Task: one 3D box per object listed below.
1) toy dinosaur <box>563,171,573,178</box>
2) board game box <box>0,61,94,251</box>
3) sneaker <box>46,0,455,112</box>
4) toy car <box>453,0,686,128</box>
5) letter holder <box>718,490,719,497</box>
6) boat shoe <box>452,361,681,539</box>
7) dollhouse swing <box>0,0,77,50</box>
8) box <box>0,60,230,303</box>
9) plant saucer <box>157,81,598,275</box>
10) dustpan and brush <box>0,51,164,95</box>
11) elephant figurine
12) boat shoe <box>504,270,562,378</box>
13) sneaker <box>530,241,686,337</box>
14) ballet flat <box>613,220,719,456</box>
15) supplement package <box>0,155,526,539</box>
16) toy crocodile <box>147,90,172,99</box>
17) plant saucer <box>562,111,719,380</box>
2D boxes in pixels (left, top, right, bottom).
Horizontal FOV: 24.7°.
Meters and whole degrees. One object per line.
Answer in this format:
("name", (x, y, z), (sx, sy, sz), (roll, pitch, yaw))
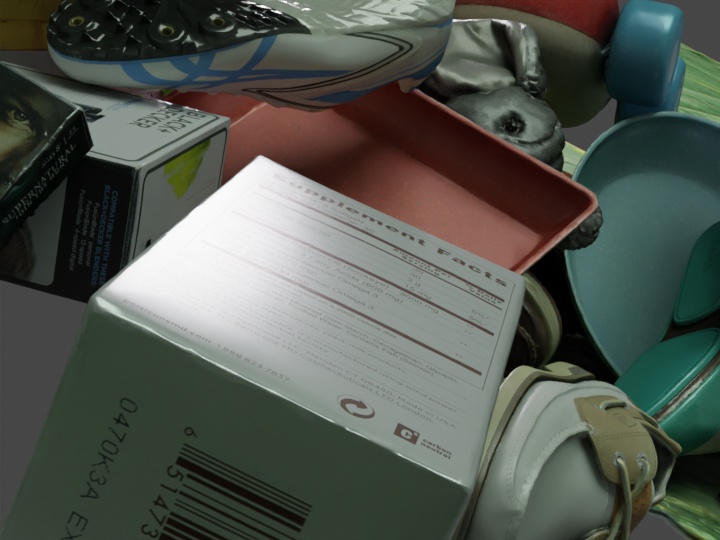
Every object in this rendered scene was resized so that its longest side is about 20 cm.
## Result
("toy dinosaur", (0.093, -0.069, 1.139), (0.200, 0.102, 0.136), (33, 23, -43))
("board game box", (-0.215, -0.051, 0.593), (0.199, 0.135, 0.028), (30, -24, 17))
("sneaker", (-0.045, -0.099, 0.746), (0.199, 0.073, 0.072), (-9, 42, -29))
("toy car", (0.122, -0.201, 1.022), (0.183, 0.201, 0.177), (13, -8, 14))
("letter holder", (0.303, 0.101, 0.790), (0.199, 0.143, 0.101), (20, 18, -15))
("boat shoe", (0.088, 0.082, 0.679), (0.068, 0.075, 0.200), (23, 16, 16))
("dollhouse swing", (-0.155, -0.195, 0.740), (0.199, 0.177, 0.182), (-5, 24, -36))
("box", (-0.165, -0.049, 0.677), (0.199, 0.060, 0.117), (15, 17, 11))
("plant saucer", (-0.026, -0.019, 0.758), (0.200, 0.037, 0.199), (32, 51, 26))
("dustpan and brush", (-0.173, -0.108, 0.851), (0.199, 0.058, 0.139), (-12, 29, -43))
("elephant figurine", (0.053, -0.068, 0.890), (0.199, 0.156, 0.142), (8, -22, 20))
("boat shoe", (-0.001, 0.005, 0.816), (0.202, 0.075, 0.075), (28, 45, 18))
("sneaker", (0.141, 0.011, 0.976), (0.199, 0.076, 0.091), (27, 38, -6))
("ballet flat", (0.182, 0.051, 0.848), (0.070, 0.067, 0.200), (52, 46, -14))
("supplement package", (-0.027, 0.054, 0.537), (0.117, 0.117, 0.200), (25, 17, 3))
("toy crocodile", (-0.079, -0.085, 0.971), (0.199, 0.062, 0.067), (6, -14, -40))
("plant saucer", (0.191, 0.007, 0.942), (0.199, 0.036, 0.201), (11, 64, -24))
